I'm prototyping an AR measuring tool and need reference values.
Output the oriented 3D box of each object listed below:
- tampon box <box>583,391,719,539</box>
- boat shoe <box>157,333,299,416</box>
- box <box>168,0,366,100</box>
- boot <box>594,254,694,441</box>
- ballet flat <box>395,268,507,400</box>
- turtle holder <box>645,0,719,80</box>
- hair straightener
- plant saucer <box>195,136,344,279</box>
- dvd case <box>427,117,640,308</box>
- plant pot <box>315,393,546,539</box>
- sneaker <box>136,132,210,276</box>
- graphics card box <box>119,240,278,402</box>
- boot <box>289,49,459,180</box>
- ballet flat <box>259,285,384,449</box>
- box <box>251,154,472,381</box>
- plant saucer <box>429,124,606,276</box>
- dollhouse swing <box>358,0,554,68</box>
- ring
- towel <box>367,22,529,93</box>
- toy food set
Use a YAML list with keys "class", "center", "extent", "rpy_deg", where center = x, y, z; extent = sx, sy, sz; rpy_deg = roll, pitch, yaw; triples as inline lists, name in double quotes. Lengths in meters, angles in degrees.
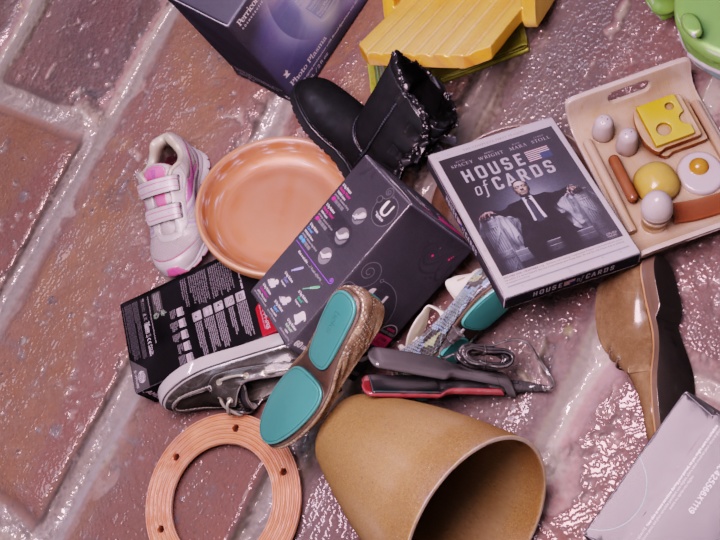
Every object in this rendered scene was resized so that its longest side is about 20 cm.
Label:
- class: "tampon box"
  center: [0.301, 0.215, 0.885]
  extent: [0.126, 0.200, 0.150]
  rpy_deg: [35, 88, 29]
- class: "boat shoe"
  center: [-0.141, 0.129, 1.177]
  extent: [0.199, 0.071, 0.064]
  rpy_deg: [-22, 56, 13]
- class: "box"
  center: [-0.103, -0.347, 1.263]
  extent: [0.123, 0.198, 0.201]
  rpy_deg: [31, 86, 29]
- class: "boot"
  center: [0.281, 0.089, 1.026]
  extent: [0.075, 0.073, 0.201]
  rpy_deg: [-19, 59, 36]
- class: "ballet flat"
  center: [0.100, 0.047, 1.089]
  extent: [0.200, 0.074, 0.074]
  rpy_deg: [-49, 60, 15]
- class: "turtle holder"
  center: [0.383, -0.254, 1.059]
  extent: [0.184, 0.132, 0.142]
  rpy_deg: [0, 73, 24]
- class: "hair straightener"
  center: [0.104, 0.097, 1.050]
  extent: [0.199, 0.077, 0.041]
  rpy_deg: [6, 27, -6]
- class: "plant saucer"
  center: [-0.094, -0.070, 1.219]
  extent: [0.199, 0.038, 0.201]
  rpy_deg: [-1, 58, 2]
- class: "dvd case"
  center: [0.174, -0.065, 1.063]
  extent: [0.149, 0.025, 0.201]
  rpy_deg: [-18, 56, -10]
- class: "plant pot"
  center: [0.050, 0.208, 1.026]
  extent: [0.200, 0.186, 0.187]
  rpy_deg: [27, 83, 46]
- class: "sneaker"
  center: [-0.239, -0.086, 1.277]
  extent: [0.081, 0.088, 0.201]
  rpy_deg: [-18, 57, 16]
- class: "graphics card box"
  center: [-0.186, 0.062, 1.235]
  extent: [0.199, 0.051, 0.126]
  rpy_deg: [-25, 63, 12]
- class: "boot"
  center: [0.014, -0.183, 1.169]
  extent: [0.199, 0.073, 0.163]
  rpy_deg: [55, 139, 14]
- class: "ballet flat"
  center: [-0.033, 0.104, 1.054]
  extent: [0.071, 0.065, 0.201]
  rpy_deg: [49, 117, 34]
- class: "box"
  center: [0.000, 0.000, 1.112]
  extent: [0.200, 0.122, 0.106]
  rpy_deg: [-49, 46, 10]
- class: "plant saucer"
  center: [0.173, -0.064, 1.138]
  extent: [0.199, 0.032, 0.202]
  rpy_deg: [-8, 68, 20]
- class: "dollhouse swing"
  center: [0.096, -0.341, 1.170]
  extent: [0.199, 0.176, 0.183]
  rpy_deg: [10, 118, 31]
- class: "ring"
  center: [-0.155, 0.263, 1.168]
  extent: [0.199, 0.019, 0.202]
  rpy_deg: [-8, 68, 20]
- class: "towel"
  center: [0.101, -0.270, 1.251]
  extent: [0.199, 0.018, 0.087]
  rpy_deg: [-17, 66, 17]
- class: "toy food set"
  center: [0.315, -0.119, 1.062]
  extent: [0.143, 0.060, 0.201]
  rpy_deg: [-20, 64, 1]
